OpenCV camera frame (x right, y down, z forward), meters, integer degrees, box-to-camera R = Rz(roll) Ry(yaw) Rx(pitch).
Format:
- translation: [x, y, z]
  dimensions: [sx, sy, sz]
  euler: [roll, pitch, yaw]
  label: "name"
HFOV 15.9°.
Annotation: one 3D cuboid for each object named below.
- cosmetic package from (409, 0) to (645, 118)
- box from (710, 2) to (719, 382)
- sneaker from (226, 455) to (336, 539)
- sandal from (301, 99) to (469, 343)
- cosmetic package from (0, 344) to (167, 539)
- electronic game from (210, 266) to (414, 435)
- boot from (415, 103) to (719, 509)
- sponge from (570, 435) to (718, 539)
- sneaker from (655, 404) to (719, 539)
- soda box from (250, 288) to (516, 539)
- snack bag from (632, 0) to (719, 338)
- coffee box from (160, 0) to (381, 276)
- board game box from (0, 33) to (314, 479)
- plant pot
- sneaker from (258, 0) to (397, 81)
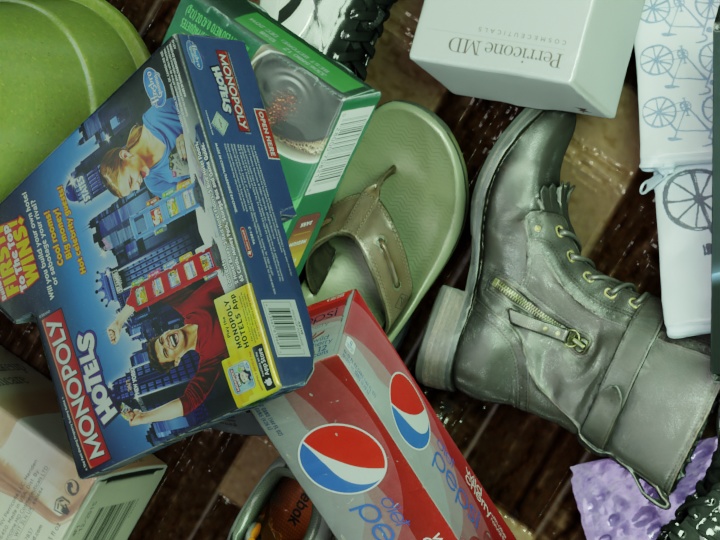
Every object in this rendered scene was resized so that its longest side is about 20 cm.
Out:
- translation: [0.107, -0.193, 1.407]
  dimensions: [0.101, 0.071, 0.200]
  euler: [11, 82, 26]
  label: "cosmetic package"
- translation: [0.259, -0.036, 1.306]
  dimensions: [0.160, 0.044, 0.200]
  euler: [3, 114, 12]
  label: "box"
- translation: [-0.060, 0.187, 1.521]
  dimensions: [0.074, 0.079, 0.200]
  euler: [25, 103, 18]
  label: "sneaker"
- translation: [0.001, 0.001, 1.461]
  dimensions: [0.080, 0.057, 0.201]
  euler: [24, 94, 15]
  label: "sandal"
- translation: [-0.232, 0.102, 1.577]
  dimensions: [0.200, 0.103, 0.087]
  euler: [33, 103, 17]
  label: "cosmetic package"
- translation: [-0.061, -0.002, 1.531]
  dimensions: [0.200, 0.042, 0.200]
  euler: [-1, 87, 16]
  label: "electronic game"
- translation: [0.138, 0.014, 1.433]
  dimensions: [0.174, 0.069, 0.200]
  euler: [20, 90, 16]
  label: "boot"
- translation: [0.194, 0.194, 1.440]
  dimensions: [0.112, 0.030, 0.200]
  euler: [-15, 85, 22]
  label: "sponge"
- translation: [0.206, 0.107, 1.377]
  dimensions: [0.200, 0.060, 0.104]
  euler: [-20, 98, -13]
  label: "sneaker"
- translation: [0.012, 0.111, 1.442]
  dimensions: [0.070, 0.063, 0.200]
  euler: [-20, 120, 23]
  label: "soda box"
- translation: [0.241, -0.064, 1.382]
  dimensions: [0.188, 0.021, 0.200]
  euler: [-4, 79, 15]
  label: "snack bag"
- translation: [-0.080, -0.045, 1.448]
  dimensions: [0.123, 0.044, 0.200]
  euler: [37, 118, 20]
  label: "coffee box"
- translation: [-0.126, 0.003, 1.404]
  dimensions: [0.200, 0.062, 0.200]
  euler: [-25, 75, 34]
  label: "board game box"
- translation: [-0.251, -0.084, 1.505]
  dimensions: [0.200, 0.190, 0.200]
  euler: [-5, 82, 36]
  label: "plant pot"
- translation: [0.003, -0.153, 1.469]
  dimensions: [0.112, 0.073, 0.200]
  euler: [-4, 79, 23]
  label: "sneaker"
